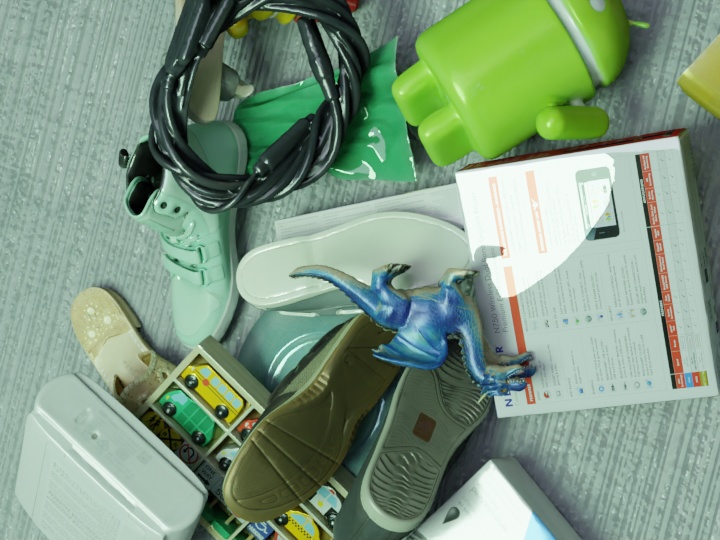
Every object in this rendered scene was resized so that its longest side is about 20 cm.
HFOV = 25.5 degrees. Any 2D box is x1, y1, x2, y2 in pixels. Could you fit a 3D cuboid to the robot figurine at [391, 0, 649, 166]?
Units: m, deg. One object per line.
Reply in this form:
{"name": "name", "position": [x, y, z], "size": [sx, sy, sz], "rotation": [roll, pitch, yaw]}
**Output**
{"name": "robot figurine", "position": [0.123, -0.167, 1.246], "size": [0.199, 0.116, 0.176], "rotation": [-32, 68, 3]}

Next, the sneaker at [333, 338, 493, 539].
{"name": "sneaker", "position": [0.035, 0.144, 1.266], "size": [0.074, 0.200, 0.106], "rotation": [35, 138, 1]}

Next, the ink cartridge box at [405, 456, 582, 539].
{"name": "ink cartridge box", "position": [0.079, 0.258, 1.270], "size": [0.200, 0.067, 0.116], "rotation": [-45, 73, 13]}

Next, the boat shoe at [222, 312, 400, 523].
{"name": "boat shoe", "position": [-0.038, 0.116, 1.264], "size": [0.073, 0.065, 0.200], "rotation": [46, 75, -12]}

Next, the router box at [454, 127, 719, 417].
{"name": "router box", "position": [0.178, 0.004, 1.231], "size": [0.177, 0.049, 0.202], "rotation": [-7, 99, 21]}

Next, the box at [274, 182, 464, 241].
{"name": "box", "position": [0.026, -0.040, 1.326], "size": [0.198, 0.039, 0.042], "rotation": [-12, 82, 20]}

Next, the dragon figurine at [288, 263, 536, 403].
{"name": "dragon figurine", "position": [0.039, 0.046, 1.215], "size": [0.197, 0.059, 0.101], "rotation": [5, 90, 1]}

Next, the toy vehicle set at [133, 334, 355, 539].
{"name": "toy vehicle set", "position": [-0.096, 0.166, 1.323], "size": [0.200, 0.027, 0.124], "rotation": [44, 115, 1]}

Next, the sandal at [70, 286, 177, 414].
{"name": "sandal", "position": [-0.196, 0.099, 1.385], "size": [0.078, 0.070, 0.212], "rotation": [-46, 71, 14]}

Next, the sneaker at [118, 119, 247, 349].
{"name": "sneaker", "position": [-0.161, -0.025, 1.341], "size": [0.073, 0.118, 0.203], "rotation": [15, 105, 37]}

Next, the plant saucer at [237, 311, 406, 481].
{"name": "plant saucer", "position": [-0.027, 0.106, 1.337], "size": [0.199, 0.039, 0.204], "rotation": [-2, 85, 21]}

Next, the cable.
{"name": "cable", "position": [-0.083, -0.139, 1.273], "size": [0.162, 0.051, 0.202], "rotation": [18, 93, -17]}

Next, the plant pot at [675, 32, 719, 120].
{"name": "plant pot", "position": [0.359, -0.145, 1.132], "size": [0.176, 0.200, 0.200], "rotation": [45, 102, 6]}

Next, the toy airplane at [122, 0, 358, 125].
{"name": "toy airplane", "position": [-0.125, -0.244, 1.345], "size": [0.200, 0.141, 0.199], "rotation": [-41, 85, -20]}

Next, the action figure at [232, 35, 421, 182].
{"name": "action figure", "position": [-0.043, -0.121, 1.350], "size": [0.198, 0.055, 0.120], "rotation": [-7, 85, 28]}

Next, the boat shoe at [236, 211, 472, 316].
{"name": "boat shoe", "position": [0.000, 0.000, 1.302], "size": [0.198, 0.062, 0.074], "rotation": [-8, 72, 11]}

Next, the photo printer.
{"name": "photo printer", "position": [-0.214, 0.193, 1.336], "size": [0.166, 0.201, 0.069], "rotation": [40, 56, 11]}
